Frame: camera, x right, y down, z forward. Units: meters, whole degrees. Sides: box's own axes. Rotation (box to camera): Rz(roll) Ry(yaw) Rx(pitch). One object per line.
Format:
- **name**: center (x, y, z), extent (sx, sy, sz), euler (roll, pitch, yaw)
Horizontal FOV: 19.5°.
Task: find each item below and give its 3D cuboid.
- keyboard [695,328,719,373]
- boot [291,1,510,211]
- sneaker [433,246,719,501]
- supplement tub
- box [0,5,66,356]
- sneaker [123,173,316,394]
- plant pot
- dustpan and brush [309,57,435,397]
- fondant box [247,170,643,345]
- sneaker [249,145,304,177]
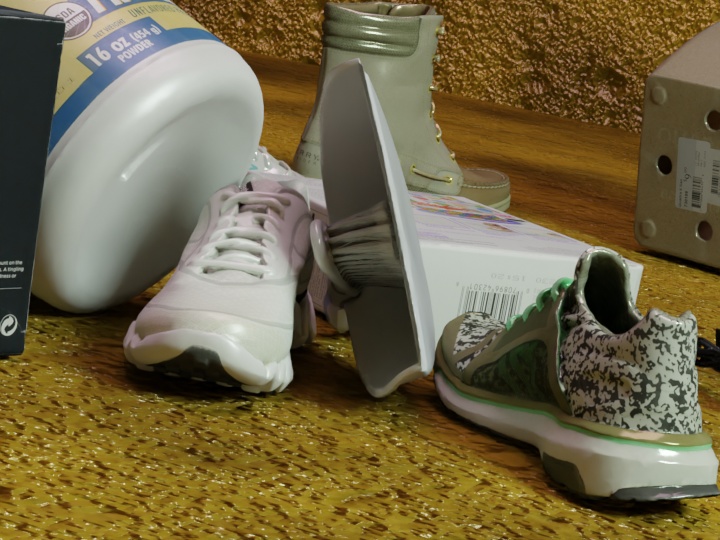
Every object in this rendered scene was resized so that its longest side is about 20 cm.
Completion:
- **keyboard**: center (0.230, 0.061, 1.071), extent (0.127, 0.021, 0.200), euler (14, 7, -15)
- **boot**: center (0.043, -0.118, 1.543), extent (0.200, 0.155, 0.072), euler (3, 11, -38)
- **sneaker**: center (0.094, 0.032, 0.867), extent (0.077, 0.089, 0.200), euler (6, 9, -24)
- **supplement tub**: center (-0.160, -0.092, 0.986), extent (0.200, 0.145, 0.145), euler (39, 19, 20)
- **box**: center (-0.222, -0.055, 0.884), extent (0.200, 0.141, 0.079), euler (17, 11, 41)
- **sneaker**: center (-0.055, 0.002, 0.918), extent (0.075, 0.081, 0.200), euler (12, 10, 1)
- **plant pot**: center (0.318, -0.083, 1.590), extent (0.177, 0.200, 0.200), euler (-14, 23, -43)
- **dustpan and brush**: center (0.000, 0.000, 0.950), extent (0.057, 0.140, 0.200), euler (-12, -13, 5)
- **fondant box**: center (0.036, -0.003, 1.130), extent (0.144, 0.058, 0.200), euler (6, 11, -28)
- **sneaker**: center (-0.081, -0.057, 1.272), extent (0.200, 0.080, 0.070), euler (9, 7, -15)
